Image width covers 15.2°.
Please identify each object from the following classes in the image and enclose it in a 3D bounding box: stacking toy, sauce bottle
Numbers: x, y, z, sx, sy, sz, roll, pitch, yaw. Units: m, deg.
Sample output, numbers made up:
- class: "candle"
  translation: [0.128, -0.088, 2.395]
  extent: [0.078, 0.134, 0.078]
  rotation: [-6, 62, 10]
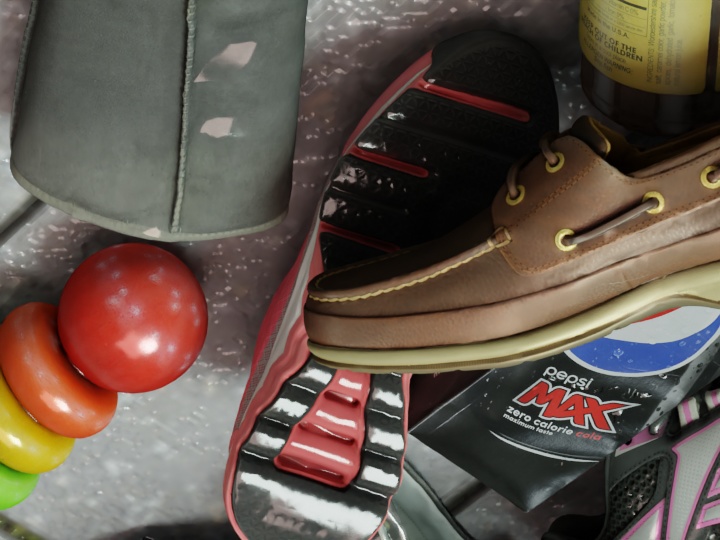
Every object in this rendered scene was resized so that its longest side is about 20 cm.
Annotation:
- class: "stacking toy"
  translation: [-0.141, 0.054, 0.990]
  extent: [0.200, 0.085, 0.085]
  rotation: [-36, 123, 19]
- class: "sauce bottle"
  translation: [0.102, -0.136, 0.832]
  extent: [0.065, 0.065, 0.200]
  rotation: [0, 131, -1]

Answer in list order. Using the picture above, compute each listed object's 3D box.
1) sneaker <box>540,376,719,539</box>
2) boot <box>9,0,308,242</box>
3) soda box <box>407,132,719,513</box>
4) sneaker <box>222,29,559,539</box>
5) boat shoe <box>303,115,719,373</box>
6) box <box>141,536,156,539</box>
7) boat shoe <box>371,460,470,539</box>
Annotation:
- class: "sneaker"
  translation: [0.135, 0.067, 1.005]
  extent: [0.086, 0.080, 0.200]
  rotation: [39, 109, 9]
- class: "boot"
  translation: [-0.024, -0.092, 0.860]
  extent: [0.182, 0.073, 0.200]
  rotation: [13, 125, 9]
- class: "soda box"
  translation: [0.105, -0.002, 0.945]
  extent: [0.063, 0.071, 0.200]
  rotation: [35, 122, -27]
- class: "sneaker"
  translation: [0.000, 0.000, 0.948]
  extent: [0.074, 0.087, 0.200]
  rotation: [23, 103, -18]
- class: "boat shoe"
  translation: [0.074, -0.016, 0.862]
  extent: [0.200, 0.072, 0.068]
  rotation: [-14, 103, 14]
- class: "box"
  translation: [-0.013, 0.203, 1.046]
  extent: [0.200, 0.079, 0.141]
  rotation: [19, 148, 38]
- class: "boat shoe"
  translation: [0.038, 0.146, 1.071]
  extent: [0.071, 0.072, 0.200]
  rotation: [-26, 125, 25]
